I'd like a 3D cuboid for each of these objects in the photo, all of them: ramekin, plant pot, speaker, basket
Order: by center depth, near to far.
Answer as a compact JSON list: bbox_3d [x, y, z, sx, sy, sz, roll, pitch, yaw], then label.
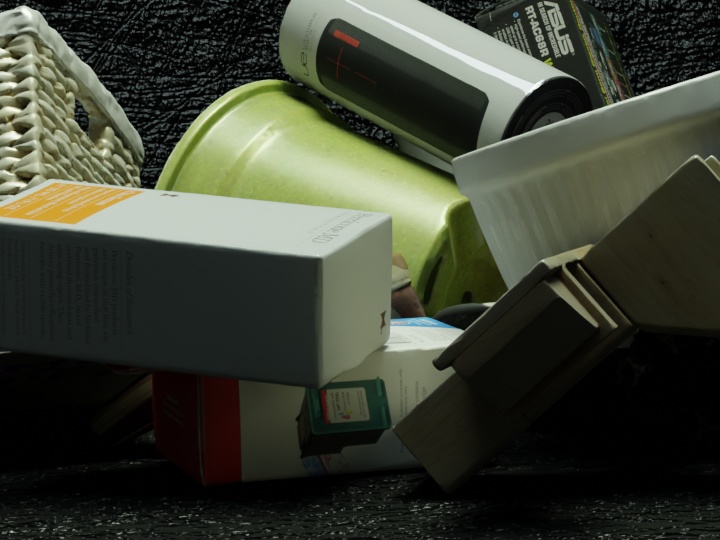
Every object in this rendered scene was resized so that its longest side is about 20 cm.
[{"bbox_3d":[0.158,-0.040,1.565,0.199,0.105,0.200,-18,0,0],"label":"ramekin"},{"bbox_3d":[-0.247,-0.031,1.760,0.199,0.161,0.198,-12,-25,12],"label":"basket"},{"bbox_3d":[0.043,-0.115,1.763,0.081,0.081,0.200,-7,29,-44],"label":"speaker"},{"bbox_3d":[0.000,0.000,1.770,0.184,0.201,0.200,16,15,36],"label":"plant pot"}]

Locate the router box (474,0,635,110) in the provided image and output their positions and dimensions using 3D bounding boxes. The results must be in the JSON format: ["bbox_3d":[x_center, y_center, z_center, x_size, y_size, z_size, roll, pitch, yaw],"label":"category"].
[{"bbox_3d":[0.145,-0.070,1.835,0.062,0.201,0.150,-21,-9,13],"label":"router box"}]

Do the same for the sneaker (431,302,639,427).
[{"bbox_3d":[0.144,0.052,1.668,0.201,0.068,0.108,4,6,27],"label":"sneaker"}]

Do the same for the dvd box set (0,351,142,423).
[{"bbox_3d":[-0.191,0.053,1.665,0.146,0.030,0.200,-5,-13,-18],"label":"dvd box set"}]

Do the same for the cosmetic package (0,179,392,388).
[{"bbox_3d":[-0.093,0.005,1.489,0.199,0.072,0.101,6,15,20],"label":"cosmetic package"}]

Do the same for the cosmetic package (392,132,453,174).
[{"bbox_3d":[0.093,-0.038,1.883,0.081,0.201,0.113,-20,2,15],"label":"cosmetic package"}]

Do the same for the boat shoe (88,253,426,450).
[{"bbox_3d":[-0.052,0.061,1.635,0.199,0.072,0.072,-26,0,-13],"label":"boat shoe"}]

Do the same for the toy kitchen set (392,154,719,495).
[{"bbox_3d":[0.139,0.073,1.394,0.200,0.181,0.163,-42,-7,12],"label":"toy kitchen set"}]

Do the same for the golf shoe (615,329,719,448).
[{"bbox_3d":[0.227,0.036,1.534,0.200,0.078,0.094,-24,-3,40],"label":"golf shoe"}]

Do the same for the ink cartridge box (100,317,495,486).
[{"bbox_3d":[-0.040,0.068,1.546,0.199,0.068,0.116,-4,6,-15],"label":"ink cartridge box"}]
